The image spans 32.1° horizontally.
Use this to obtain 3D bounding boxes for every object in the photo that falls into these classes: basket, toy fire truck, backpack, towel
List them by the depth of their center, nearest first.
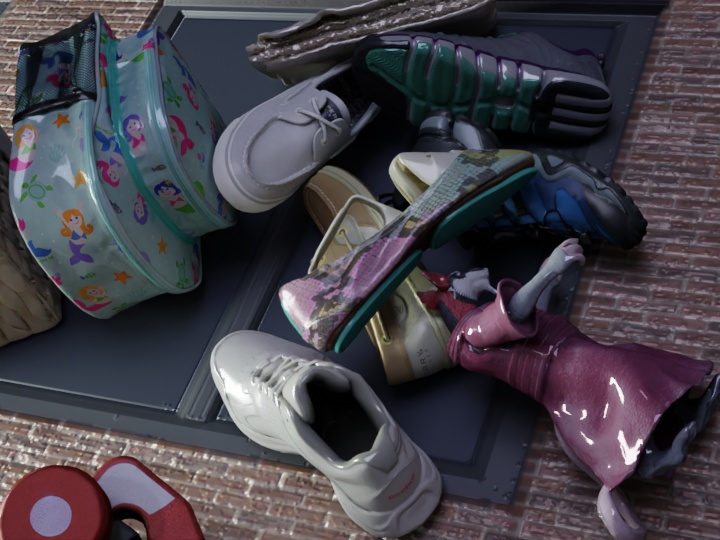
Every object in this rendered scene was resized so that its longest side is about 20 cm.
[{"bbox_3d":[-0.164,0.221,0.746,0.168,0.112,0.200,37,69,13],"label":"toy fire truck"},{"bbox_3d":[-0.179,-0.072,0.938,0.150,0.178,0.200,-13,52,15],"label":"backpack"},{"bbox_3d":[-0.319,-0.033,0.943,0.135,0.200,0.124,-20,54,3],"label":"basket"},{"bbox_3d":[0.013,-0.193,1.015,0.200,0.133,0.035,-13,91,7],"label":"towel"}]

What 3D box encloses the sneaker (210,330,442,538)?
[{"bbox_3d":[-0.031,0.081,0.806,0.200,0.099,0.078,31,66,36],"label":"sneaker"}]

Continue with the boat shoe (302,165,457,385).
[{"bbox_3d":[0.000,0.000,0.882,0.066,0.074,0.200,-27,48,-11],"label":"boat shoe"}]

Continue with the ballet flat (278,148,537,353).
[{"bbox_3d":[0.027,-0.031,0.817,0.200,0.069,0.071,-41,78,-15],"label":"ballet flat"}]

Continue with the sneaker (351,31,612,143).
[{"bbox_3d":[0.094,-0.153,0.969,0.200,0.075,0.088,13,41,-1],"label":"sneaker"}]

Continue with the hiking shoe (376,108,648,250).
[{"bbox_3d":[0.110,-0.044,0.894,0.200,0.074,0.087,25,81,38],"label":"hiking shoe"}]

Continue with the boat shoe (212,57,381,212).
[{"bbox_3d":[-0.035,-0.111,0.954,0.068,0.072,0.200,-29,5,42],"label":"boat shoe"}]

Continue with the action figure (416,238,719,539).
[{"bbox_3d":[0.118,0.060,0.777,0.200,0.134,0.149,23,88,22],"label":"action figure"}]
